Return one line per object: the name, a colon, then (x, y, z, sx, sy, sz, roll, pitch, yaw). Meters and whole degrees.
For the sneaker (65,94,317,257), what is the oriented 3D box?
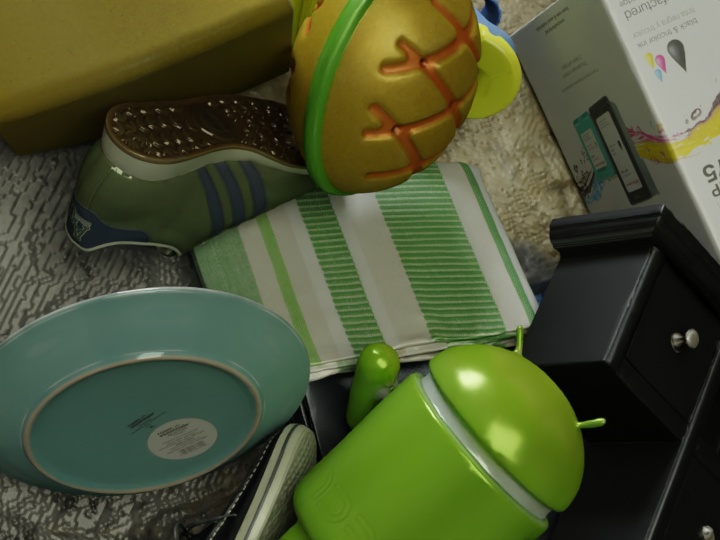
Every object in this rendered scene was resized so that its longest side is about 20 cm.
sneaker: (-0.098, -0.051, 1.180, 0.067, 0.090, 0.199, 48, 29, 24)

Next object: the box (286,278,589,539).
box: (0.057, 0.103, 1.233, 0.198, 0.051, 0.159, -13, 86, -19)

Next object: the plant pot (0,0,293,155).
plant pot: (-0.163, -0.174, 1.142, 0.176, 0.200, 0.201, -31, 87, -5)

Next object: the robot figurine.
robot figurine: (0.043, 0.125, 1.118, 0.200, 0.116, 0.176, -43, 66, 7)

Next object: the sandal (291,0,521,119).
sandal: (0.014, -0.169, 1.262, 0.199, 0.080, 0.087, 28, 37, -4)

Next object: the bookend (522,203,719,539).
bookend: (0.170, 0.101, 1.179, 0.200, 0.092, 0.200, 44, 58, -30)

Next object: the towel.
towel: (0.000, 0.000, 1.215, 0.198, 0.023, 0.153, -10, 55, -16)

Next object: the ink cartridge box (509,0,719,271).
ink cartridge box: (0.220, -0.104, 1.267, 0.146, 0.146, 0.201, -25, 89, -19)

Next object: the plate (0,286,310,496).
plate: (-0.123, 0.080, 1.110, 0.198, 0.201, 0.026, -2, 51, -17)

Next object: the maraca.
maraca: (0.022, -0.137, 1.158, 0.106, 0.137, 0.201, 27, 105, 24)

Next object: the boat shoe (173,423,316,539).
boat shoe: (-0.088, 0.175, 1.155, 0.062, 0.075, 0.201, 28, 88, 19)
